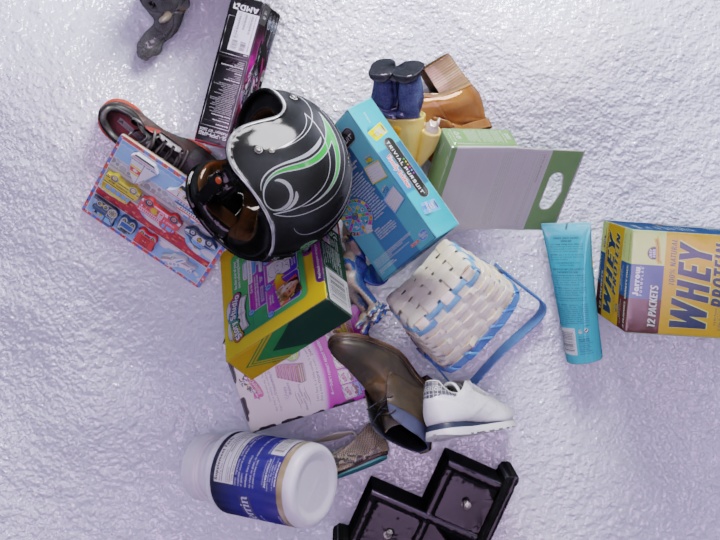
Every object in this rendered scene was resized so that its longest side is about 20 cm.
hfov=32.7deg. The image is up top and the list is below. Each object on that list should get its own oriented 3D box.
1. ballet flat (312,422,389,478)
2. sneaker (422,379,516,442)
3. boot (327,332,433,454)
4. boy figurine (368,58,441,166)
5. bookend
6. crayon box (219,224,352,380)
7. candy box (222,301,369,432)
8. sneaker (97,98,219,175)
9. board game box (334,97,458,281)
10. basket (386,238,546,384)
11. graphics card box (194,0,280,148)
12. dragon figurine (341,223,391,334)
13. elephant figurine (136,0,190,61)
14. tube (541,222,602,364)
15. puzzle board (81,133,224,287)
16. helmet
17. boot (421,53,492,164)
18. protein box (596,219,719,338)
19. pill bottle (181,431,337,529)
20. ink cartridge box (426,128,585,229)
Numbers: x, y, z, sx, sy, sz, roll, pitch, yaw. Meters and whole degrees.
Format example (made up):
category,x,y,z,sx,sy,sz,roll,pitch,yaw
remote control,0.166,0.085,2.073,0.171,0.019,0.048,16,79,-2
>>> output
category,x,y,z,sx,sy,sz,roll,pitch,yaw
ballet flat,-0.057,0.281,1.753,0.200,0.068,0.075,-31,74,-2
sneaker,0.152,0.187,1.687,0.076,0.200,0.081,-19,76,29
boot,0.034,0.164,1.650,0.200,0.097,0.075,33,132,-22
boy figurine,0.045,-0.179,1.627,0.124,0.064,0.200,8,123,15
bookend,0.091,0.333,1.740,0.198,0.092,0.200,25,94,-3
crayon box,-0.103,0.019,1.632,0.172,0.200,0.058,-33,131,23
candy box,-0.079,0.132,1.731,0.200,0.061,0.137,-17,98,0
sneaker,-0.280,-0.164,1.686,0.200,0.082,0.077,30,95,-4
board game box,0.023,-0.104,1.613,0.047,0.151,0.200,-31,85,-35
basket,0.149,0.061,1.699,0.176,0.139,0.200,-45,123,2
graphics card box,-0.165,-0.262,1.655,0.051,0.125,0.200,15,95,5
dragon figurine,0.000,0.000,1.688,0.099,0.200,0.059,38,124,-23
elephant figurine,-0.250,-0.402,1.646,0.200,0.141,0.155,-17,67,17
tube,0.300,0.030,1.721,0.077,0.050,0.200,-2,105,33
puzzle board,-0.274,-0.078,1.690,0.200,0.017,0.151,34,127,-4
helmet,-0.104,-0.124,1.547,0.191,0.200,0.200,-41,97,-35
boot,0.082,-0.186,1.702,0.200,0.077,0.155,-32,100,-4
protein box,0.438,0.009,1.656,0.200,0.199,0.135,3,96,-1
pill bottle,-0.141,0.281,1.683,0.200,0.116,0.116,4,97,34
ink cartridge box,0.190,-0.122,1.683,0.200,0.048,0.146,-2,132,-21
